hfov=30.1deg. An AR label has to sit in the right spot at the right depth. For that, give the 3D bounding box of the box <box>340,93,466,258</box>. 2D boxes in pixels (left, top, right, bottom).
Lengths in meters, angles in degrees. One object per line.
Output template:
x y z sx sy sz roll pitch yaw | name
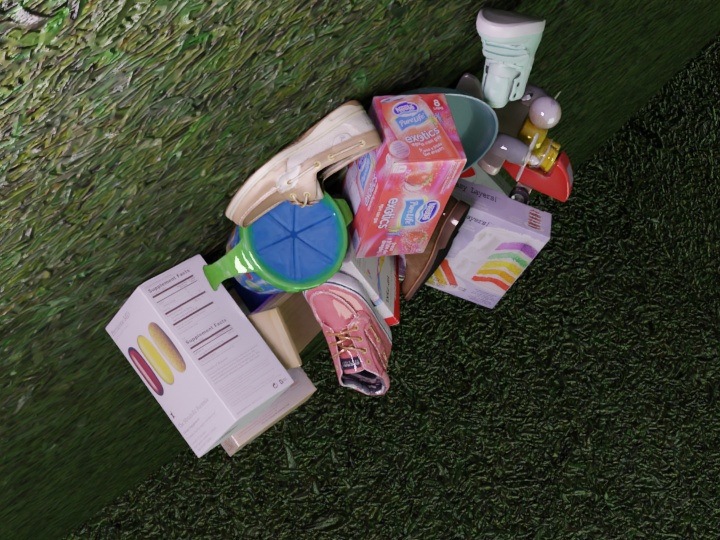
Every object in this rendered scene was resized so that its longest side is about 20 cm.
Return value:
0.047 -0.112 1.618 0.094 0.103 0.201 -5 148 -18 | box

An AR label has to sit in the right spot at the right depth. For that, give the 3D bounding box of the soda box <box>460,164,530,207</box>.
0.170 -0.132 2.002 0.064 0.200 0.068 -41 -164 18 | soda box

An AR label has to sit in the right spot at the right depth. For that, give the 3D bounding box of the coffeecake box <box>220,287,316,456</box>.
-0.188 0.148 2.003 0.153 0.201 0.073 -34 173 -25 | coffeecake box

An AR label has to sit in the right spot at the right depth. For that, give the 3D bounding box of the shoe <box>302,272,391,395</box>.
-0.013 0.083 1.712 0.071 0.092 0.200 -15 144 20 | shoe

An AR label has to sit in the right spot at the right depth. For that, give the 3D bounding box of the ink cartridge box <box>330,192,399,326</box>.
0.000 0.000 1.779 0.067 0.117 0.200 -14 144 20 | ink cartridge box

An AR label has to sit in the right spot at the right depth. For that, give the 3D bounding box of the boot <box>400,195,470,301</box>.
0.081 -0.039 1.788 0.074 0.075 0.201 -52 170 -41 | boot

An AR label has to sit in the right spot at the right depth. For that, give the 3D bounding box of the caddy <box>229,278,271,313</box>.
-0.109 0.016 1.939 0.141 0.105 0.200 -38 173 -7 | caddy

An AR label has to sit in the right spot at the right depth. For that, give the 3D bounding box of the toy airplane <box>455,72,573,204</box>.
0.209 -0.199 1.830 0.198 0.202 0.141 12 142 -43 | toy airplane

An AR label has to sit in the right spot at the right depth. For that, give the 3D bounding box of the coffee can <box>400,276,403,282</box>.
0.093 -0.089 2.133 0.146 0.147 0.200 -33 172 -35 | coffee can

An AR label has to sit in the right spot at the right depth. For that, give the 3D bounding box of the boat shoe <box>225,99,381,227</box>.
-0.064 -0.108 1.512 0.200 0.067 0.074 -39 173 8 | boat shoe

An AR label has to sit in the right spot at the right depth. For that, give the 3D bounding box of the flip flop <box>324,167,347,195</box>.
-0.019 -0.110 1.782 0.081 0.058 0.200 -31 170 -47 | flip flop

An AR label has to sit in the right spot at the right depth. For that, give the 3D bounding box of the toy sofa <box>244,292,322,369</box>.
-0.096 0.060 1.750 0.097 0.083 0.200 -15 -165 27 | toy sofa

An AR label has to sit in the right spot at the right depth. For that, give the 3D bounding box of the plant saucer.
0.072 -0.170 1.670 0.198 0.036 0.201 -12 150 -7 | plant saucer

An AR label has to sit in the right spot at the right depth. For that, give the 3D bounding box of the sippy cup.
-0.101 -0.030 1.627 0.176 0.141 0.130 12 162 -22 | sippy cup

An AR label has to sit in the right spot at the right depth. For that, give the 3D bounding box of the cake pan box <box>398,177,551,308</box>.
0.137 -0.044 1.847 0.185 0.198 0.053 125 -19 -46 | cake pan box

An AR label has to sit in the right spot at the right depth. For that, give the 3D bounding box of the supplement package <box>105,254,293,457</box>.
-0.199 0.104 1.641 0.109 0.201 0.114 -31 170 -44 | supplement package

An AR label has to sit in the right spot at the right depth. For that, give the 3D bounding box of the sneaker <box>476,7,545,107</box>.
0.176 -0.250 1.606 0.200 0.073 0.119 -25 130 -70 | sneaker
